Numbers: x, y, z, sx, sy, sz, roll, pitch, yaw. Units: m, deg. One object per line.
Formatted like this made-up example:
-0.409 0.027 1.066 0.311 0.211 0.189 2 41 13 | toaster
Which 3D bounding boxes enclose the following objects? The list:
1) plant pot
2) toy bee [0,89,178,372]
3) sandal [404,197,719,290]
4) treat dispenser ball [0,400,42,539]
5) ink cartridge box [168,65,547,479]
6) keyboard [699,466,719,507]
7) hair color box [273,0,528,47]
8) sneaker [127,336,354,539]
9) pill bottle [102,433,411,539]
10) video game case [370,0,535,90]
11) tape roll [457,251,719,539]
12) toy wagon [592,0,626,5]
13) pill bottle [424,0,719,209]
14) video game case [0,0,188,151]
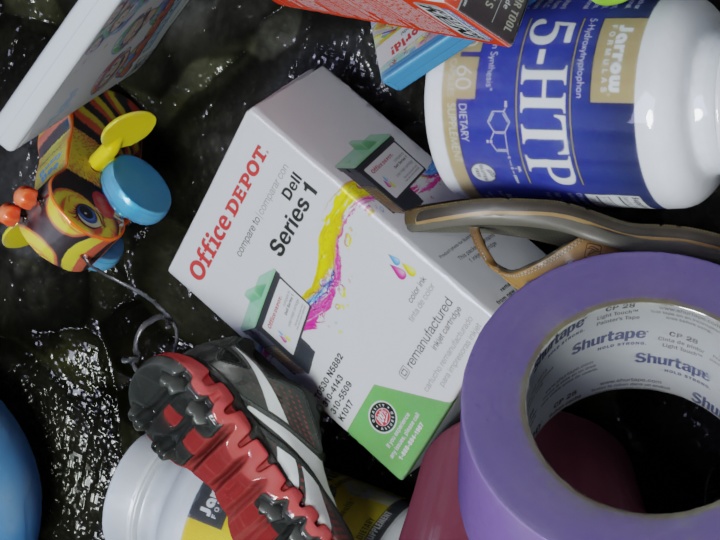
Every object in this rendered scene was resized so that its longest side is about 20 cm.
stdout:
0.095 0.187 1.531 0.199 0.180 0.201 2 139 2 | plant pot
-0.168 -0.045 1.624 0.131 0.108 0.200 -55 37 13 | toy bee
0.121 -0.005 1.496 0.199 0.082 0.055 11 85 -2 | sandal
-0.308 0.154 1.747 0.200 0.201 0.202 7 106 26 | treat dispenser ball
0.000 0.000 1.597 0.200 0.084 0.145 41 130 13 | ink cartridge box
0.215 0.190 1.525 0.104 0.040 0.201 42 142 26 | keyboard
0.017 -0.196 1.468 0.199 0.064 0.111 16 82 46 | hair color box
-0.047 0.121 1.574 0.201 0.098 0.071 53 134 4 | sneaker
-0.057 0.170 1.667 0.199 0.112 0.113 18 111 22 | pill bottle
0.054 -0.217 1.502 0.143 0.018 0.201 -31 51 30 | video game case
0.150 0.094 1.415 0.199 0.200 0.085 28 149 19 | tape roll
0.131 -0.220 1.476 0.200 0.039 0.156 -37 53 31 | toy wagon
0.147 -0.095 1.488 0.199 0.120 0.120 2 104 27 | pill bottle
-0.123 -0.170 1.577 0.024 0.182 0.200 41 118 2 | video game case
